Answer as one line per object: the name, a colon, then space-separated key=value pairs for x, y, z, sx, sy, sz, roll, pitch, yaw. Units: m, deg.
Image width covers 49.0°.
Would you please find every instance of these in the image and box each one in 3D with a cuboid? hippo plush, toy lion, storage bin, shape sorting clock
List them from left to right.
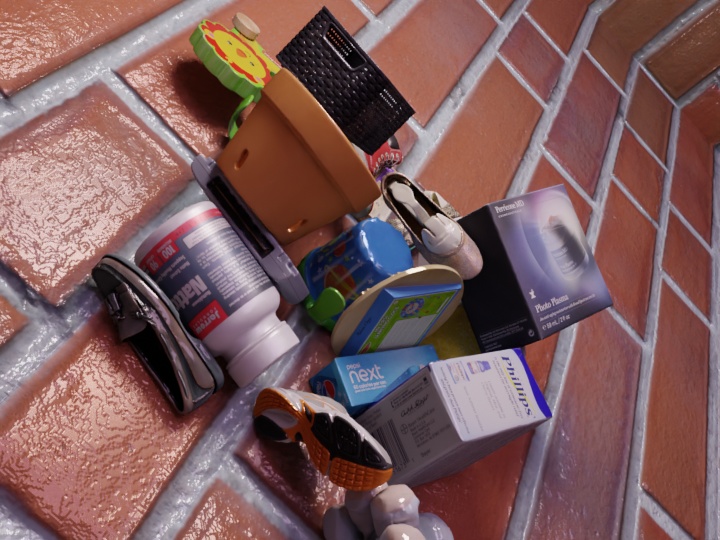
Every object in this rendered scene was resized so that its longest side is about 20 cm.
toy lion: x=-0.165 y=-0.306 z=1.206 sx=0.199 sy=0.069 sz=0.193 roll=39 pitch=24 yaw=-15
storage bin: x=-0.015 y=-0.250 z=1.071 sx=0.136 sy=0.094 sz=0.200 roll=50 pitch=9 yaw=13
shape sorting clock: x=0.050 y=0.060 z=1.066 sx=0.198 sy=0.201 sz=0.040 roll=-1 pitch=49 yaw=-44
hippo plush: x=0.060 y=0.336 z=0.892 sx=0.159 sy=0.159 sz=0.203 roll=19 pitch=48 yaw=-32

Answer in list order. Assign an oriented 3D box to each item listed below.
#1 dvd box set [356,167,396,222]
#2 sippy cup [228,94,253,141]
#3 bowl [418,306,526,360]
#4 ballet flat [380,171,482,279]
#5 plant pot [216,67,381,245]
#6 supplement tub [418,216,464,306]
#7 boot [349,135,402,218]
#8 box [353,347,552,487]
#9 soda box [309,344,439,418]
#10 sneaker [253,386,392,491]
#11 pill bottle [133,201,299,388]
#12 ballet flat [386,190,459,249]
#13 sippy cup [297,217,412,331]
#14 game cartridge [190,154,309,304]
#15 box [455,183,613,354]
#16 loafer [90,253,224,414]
dvd box set: x=-0.017 y=-0.172 z=1.311 sx=0.200 sy=0.029 sz=0.147 roll=44 pitch=40 yaw=-10
sippy cup: x=-0.098 y=-0.179 z=1.161 sx=0.176 sy=0.130 sz=0.142 roll=7 pitch=56 yaw=-41
bowl: x=0.191 y=0.133 z=1.219 sx=0.198 sy=0.107 sz=0.203 roll=26 pitch=45 yaw=-29
ballet flat: x=0.090 y=-0.066 z=1.094 sx=0.200 sy=0.068 sz=0.067 roll=46 pitch=-4 yaw=28
plant pot: x=-0.087 y=-0.130 z=0.995 sx=0.201 sy=0.139 sz=0.200 roll=51 pitch=0 yaw=0
supplement tub: x=0.201 y=-0.021 z=1.317 sx=0.198 sy=0.145 sz=0.147 roll=-12 pitch=69 yaw=-48
boot: x=0.023 y=-0.163 z=1.267 sx=0.142 sy=0.072 sz=0.203 roll=14 pitch=51 yaw=-37
box: x=0.115 y=0.197 z=1.035 sx=0.198 sy=0.184 sz=0.106 roll=-1 pitch=59 yaw=-45
soda box: x=0.030 y=0.153 z=1.080 sx=0.198 sy=0.064 sz=0.069 roll=-3 pitch=62 yaw=-44
sneaker: x=-0.030 y=0.186 z=0.926 sx=0.198 sy=0.077 sz=0.091 roll=25 pitch=14 yaw=36
pill bottle: x=-0.165 y=0.032 z=0.940 sx=0.201 sy=0.119 sz=0.119 roll=52 pitch=39 yaw=3
ballet flat: x=0.107 y=-0.093 z=1.336 sx=0.199 sy=0.067 sz=0.077 roll=-30 pitch=108 yaw=-49
sippy cup: x=0.000 y=0.000 z=1.105 sx=0.138 sy=0.130 sz=0.180 roll=24 pitch=46 yaw=-30
game cartridge: x=-0.141 y=-0.048 z=1.022 sx=0.041 sy=0.134 sz=0.201 roll=-36 pitch=74 yaw=-11
box: x=0.241 y=-0.003 z=1.157 sx=0.198 sy=0.123 sz=0.202 roll=-17 pitch=82 yaw=-42
loafer: x=-0.235 y=0.071 z=0.885 sx=0.201 sy=0.072 sz=0.063 roll=50 pitch=46 yaw=-6
